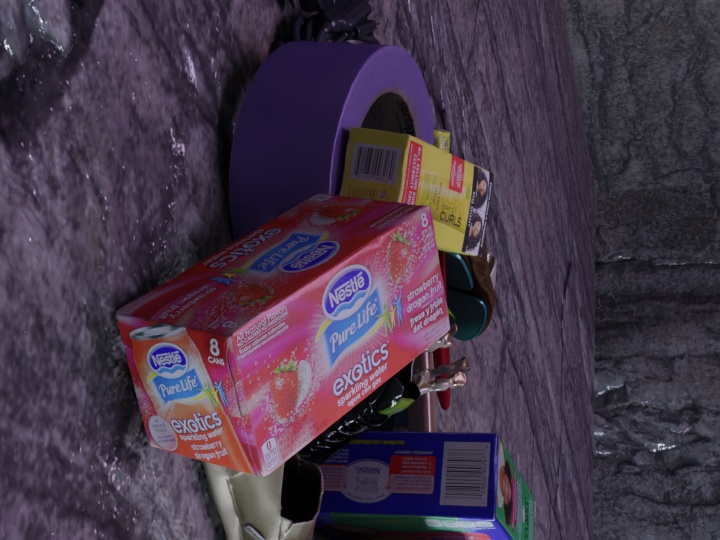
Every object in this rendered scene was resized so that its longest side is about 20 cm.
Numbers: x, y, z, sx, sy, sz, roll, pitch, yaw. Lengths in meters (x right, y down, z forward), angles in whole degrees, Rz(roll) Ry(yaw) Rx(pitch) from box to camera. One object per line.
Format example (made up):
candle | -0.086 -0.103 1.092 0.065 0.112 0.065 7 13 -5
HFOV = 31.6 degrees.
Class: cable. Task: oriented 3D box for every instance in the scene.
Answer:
cable | -0.028 -0.147 1.112 0.200 0.050 0.164 -55 148 -53

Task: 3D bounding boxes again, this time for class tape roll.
tape roll | -0.017 -0.075 0.984 0.200 0.084 0.202 7 90 -67

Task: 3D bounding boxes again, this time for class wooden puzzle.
wooden puzzle | 0.050 0.079 1.219 0.200 0.037 0.187 50 38 -83

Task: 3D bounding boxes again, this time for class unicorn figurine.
unicorn figurine | 0.021 0.091 1.049 0.200 0.136 0.074 46 25 -69

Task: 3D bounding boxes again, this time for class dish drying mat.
dish drying mat | 0.071 0.052 1.164 0.201 0.018 0.077 81 9 -60

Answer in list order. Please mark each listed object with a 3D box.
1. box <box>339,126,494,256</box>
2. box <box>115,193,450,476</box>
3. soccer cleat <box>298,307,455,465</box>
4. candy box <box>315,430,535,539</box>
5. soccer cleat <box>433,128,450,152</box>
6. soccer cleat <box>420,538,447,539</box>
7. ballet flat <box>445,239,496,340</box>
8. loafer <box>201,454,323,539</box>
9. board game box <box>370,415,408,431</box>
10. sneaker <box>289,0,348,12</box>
box | 0.046 -0.056 0.965 0.200 0.050 0.076 12 87 -66
box | -0.042 0.032 0.796 0.200 0.099 0.096 -33 122 -44
soccer cleat | -0.009 0.092 0.921 0.201 0.081 0.067 -57 150 7
candy box | 0.053 0.199 1.084 0.200 0.167 0.078 54 39 -61
soccer cleat | 0.061 -0.097 1.250 0.065 0.083 0.202 -148 -146 -80
soccer cleat | 0.050 0.265 1.077 0.073 0.068 0.200 -31 162 -35
ballet flat | 0.101 -0.003 1.217 0.073 0.067 0.200 -62 157 -22
loafer | -0.058 0.174 0.884 0.076 0.067 0.201 -72 153 -52
board game box | 0.039 0.147 1.301 0.201 0.029 0.135 -76 157 -47
sneaker | -0.049 -0.262 1.001 0.203 0.076 0.147 -71 150 -56
